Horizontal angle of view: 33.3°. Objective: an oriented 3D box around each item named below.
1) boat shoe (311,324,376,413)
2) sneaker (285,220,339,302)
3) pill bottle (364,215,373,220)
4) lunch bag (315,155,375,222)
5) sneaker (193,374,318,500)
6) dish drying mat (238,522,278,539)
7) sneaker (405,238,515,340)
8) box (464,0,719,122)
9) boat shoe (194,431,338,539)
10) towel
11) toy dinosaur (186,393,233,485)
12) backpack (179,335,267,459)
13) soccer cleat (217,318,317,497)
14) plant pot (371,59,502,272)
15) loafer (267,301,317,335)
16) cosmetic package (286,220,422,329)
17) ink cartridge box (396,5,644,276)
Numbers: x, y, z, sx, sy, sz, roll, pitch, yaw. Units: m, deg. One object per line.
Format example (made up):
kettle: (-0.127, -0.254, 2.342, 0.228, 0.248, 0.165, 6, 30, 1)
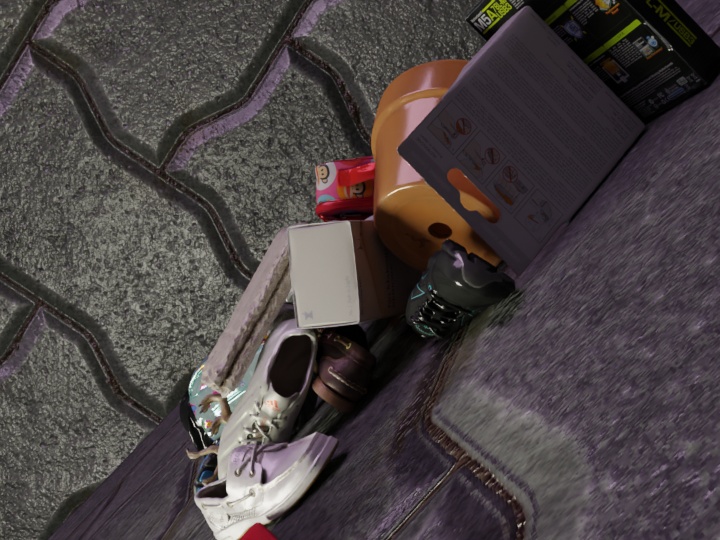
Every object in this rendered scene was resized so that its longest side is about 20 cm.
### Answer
boat shoe: (-0.016, 0.090, 1.270, 0.071, 0.070, 0.200, -60, 14, 5)
sneaker: (-0.058, -0.015, 1.412, 0.200, 0.074, 0.088, 128, 142, -60)
pill bottle: (0.010, 0.003, 1.489, 0.112, 0.112, 0.200, -48, 6, -20)
lunch bag: (0.044, -0.099, 1.485, 0.197, 0.083, 0.176, -4, -11, 9)
sneaker: (-0.128, 0.189, 1.398, 0.200, 0.073, 0.082, -48, 6, -18)
dish drying mat: (-0.095, 0.250, 0.994, 0.077, 0.018, 0.200, -47, 4, -12)
sneaker: (0.084, 0.026, 1.066, 0.080, 0.075, 0.200, -57, -2, -5)
box: (0.213, -0.220, 1.130, 0.048, 0.193, 0.200, -46, 4, -22)
boat shoe: (-0.097, 0.195, 1.130, 0.200, 0.069, 0.071, -41, 5, 39)
towel: (-0.109, 0.041, 1.286, 0.201, 0.034, 0.132, -62, 11, -7)
toy dinosaur: (-0.125, 0.172, 1.314, 0.202, 0.100, 0.058, -70, -25, -15)
backpack: (-0.135, 0.137, 1.567, 0.200, 0.127, 0.167, -40, 4, 28)
soccer cleat: (-0.094, 0.145, 1.213, 0.077, 0.069, 0.202, 179, 110, -73)
plant pot: (0.096, -0.089, 1.208, 0.200, 0.199, 0.141, -39, 25, 49)
loafer: (-0.061, 0.076, 1.439, 0.070, 0.070, 0.200, -51, -21, -2)
cosmetic package: (0.000, 0.000, 1.255, 0.072, 0.105, 0.200, -5, 2, 21)
ink cartridge box: (0.141, -0.116, 1.092, 0.200, 0.161, 0.050, -48, 6, -17)
